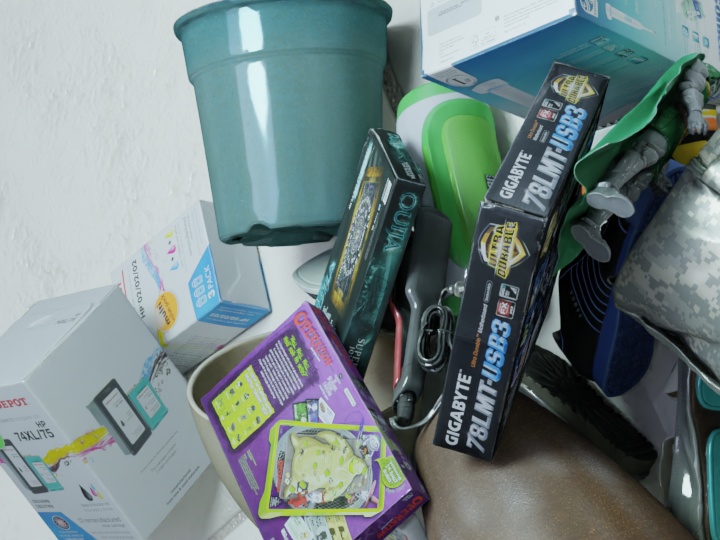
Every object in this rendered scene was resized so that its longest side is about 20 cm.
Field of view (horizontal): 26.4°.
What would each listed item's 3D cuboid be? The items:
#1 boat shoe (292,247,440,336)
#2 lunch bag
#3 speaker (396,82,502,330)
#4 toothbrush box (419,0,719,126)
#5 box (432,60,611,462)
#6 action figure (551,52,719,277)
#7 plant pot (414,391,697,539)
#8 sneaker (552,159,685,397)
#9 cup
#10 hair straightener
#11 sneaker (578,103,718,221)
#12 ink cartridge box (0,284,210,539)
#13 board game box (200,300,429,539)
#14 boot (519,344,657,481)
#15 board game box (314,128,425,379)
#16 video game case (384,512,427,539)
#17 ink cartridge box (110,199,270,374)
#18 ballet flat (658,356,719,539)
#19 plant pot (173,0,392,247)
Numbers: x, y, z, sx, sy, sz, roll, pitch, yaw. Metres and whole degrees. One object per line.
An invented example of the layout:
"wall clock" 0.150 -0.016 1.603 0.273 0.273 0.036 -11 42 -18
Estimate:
"boat shoe" 0.005 0.021 1.346 0.061 0.075 0.200 62 162 -20
"lunch bag" 0.274 0.011 0.982 0.168 0.139 0.200 -50 60 9
"speaker" 0.084 -0.053 1.264 0.088 0.088 0.202 -30 61 39
"toothbrush box" 0.161 -0.171 1.122 0.146 0.199 0.086 -17 66 44
"box" 0.109 -0.009 1.037 0.049 0.200 0.200 16 127 11
"action figure" 0.194 -0.086 1.012 0.054 0.200 0.119 33 139 10
"plant pot" 0.121 0.184 1.066 0.187 0.186 0.201 -54 46 24
"sneaker" 0.185 -0.004 1.124 0.078 0.070 0.201 42 135 39
"cup" -0.039 0.152 1.302 0.200 0.199 0.144 21 125 46
"hair straightener" 0.047 0.031 1.142 0.077 0.041 0.201 -40 30 44
"sneaker" 0.190 -0.060 1.166 0.199 0.070 0.091 -21 77 46
"ink cartridge box" -0.263 0.141 1.482 0.146 0.201 0.146 -11 30 45
"board game box" -0.039 0.129 1.126 0.120 0.032 0.201 -45 46 15
"boot" 0.124 0.177 1.197 0.182 0.072 0.201 48 123 40
"board game box" 0.000 0.000 1.217 0.135 0.028 0.201 -109 35 -67
"video game case" 0.022 0.228 1.186 0.143 0.201 0.018 23 59 43
"ink cartridge box" -0.186 0.030 1.548 0.200 0.068 0.116 -36 58 37
"ballet flat" 0.239 0.104 1.084 0.063 0.067 0.202 -4 79 53
"plant pot" -0.061 -0.127 1.370 0.199 0.199 0.198 -10 84 45
